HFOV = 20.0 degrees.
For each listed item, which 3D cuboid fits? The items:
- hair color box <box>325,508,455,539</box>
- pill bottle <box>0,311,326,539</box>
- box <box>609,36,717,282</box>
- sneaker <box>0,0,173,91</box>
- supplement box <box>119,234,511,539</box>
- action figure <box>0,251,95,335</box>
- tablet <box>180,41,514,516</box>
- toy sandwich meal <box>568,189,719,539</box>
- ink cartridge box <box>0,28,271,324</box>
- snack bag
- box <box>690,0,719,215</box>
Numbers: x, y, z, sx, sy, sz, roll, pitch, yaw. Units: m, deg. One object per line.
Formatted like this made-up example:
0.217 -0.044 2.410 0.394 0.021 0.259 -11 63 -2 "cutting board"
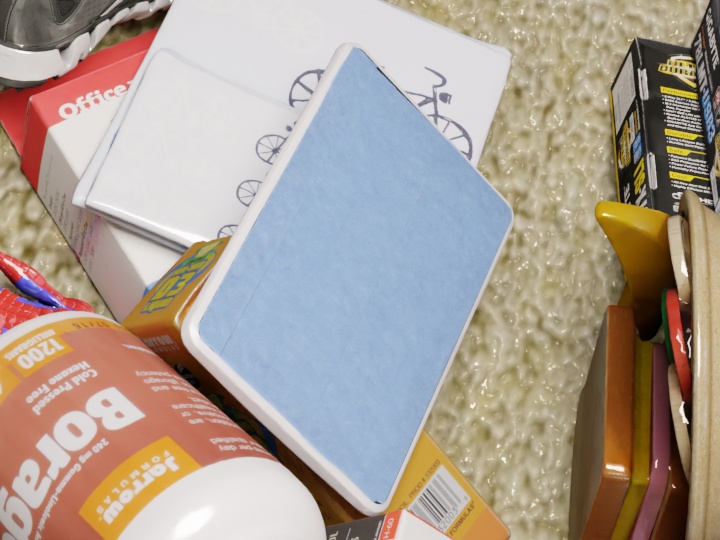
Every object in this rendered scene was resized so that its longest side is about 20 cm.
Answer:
0.061 0.199 0.909 0.200 0.061 0.102 33 58 -26 "hair color box"
-0.086 0.108 0.856 0.112 0.113 0.200 -31 44 -26 "pill bottle"
0.241 -0.043 1.116 0.199 0.049 0.160 11 42 -8 "box"
-0.133 -0.174 1.068 0.066 0.091 0.200 24 39 15 "sneaker"
-0.021 0.076 0.955 0.069 0.066 0.200 -46 107 -27 "supplement box"
-0.198 0.016 1.003 0.199 0.052 0.066 23 56 -4 "action figure"
0.000 0.000 0.941 0.130 0.014 0.200 45 49 -21 "tablet"
0.136 0.058 0.977 0.070 0.205 0.206 1 61 5 "toy sandwich meal"
-0.095 -0.047 1.048 0.116 0.067 0.200 -26 71 -25 "ink cartridge box"
-0.023 -0.074 1.029 0.188 0.021 0.201 23 57 -2 "snack bag"
0.281 -0.056 1.075 0.199 0.050 0.199 12 45 -8 "box"
